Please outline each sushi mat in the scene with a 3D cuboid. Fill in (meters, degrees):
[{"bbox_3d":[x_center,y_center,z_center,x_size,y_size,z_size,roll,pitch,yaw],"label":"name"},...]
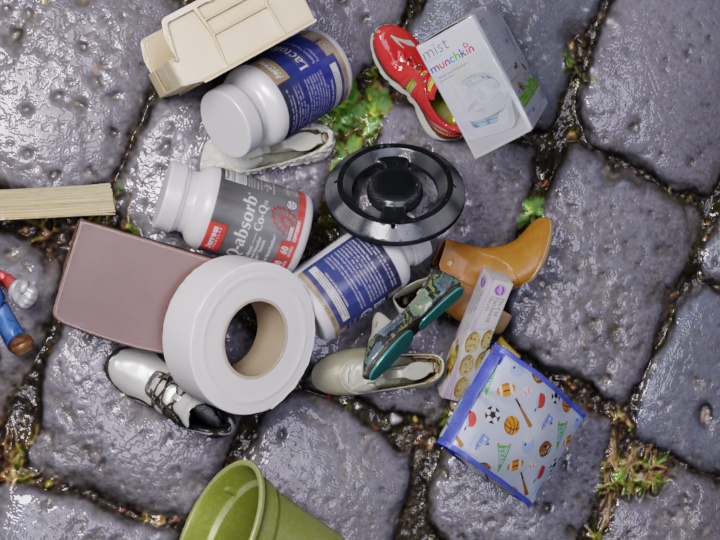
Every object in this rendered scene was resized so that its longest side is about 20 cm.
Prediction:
[{"bbox_3d":[-0.420,-0.089,1.422,0.198,0.096,0.012,-5,116,-17],"label":"sushi mat"}]

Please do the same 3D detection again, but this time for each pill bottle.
[{"bbox_3d":[-0.174,-0.075,1.484,0.199,0.116,0.117,16,86,-16],"label":"pill bottle"},{"bbox_3d":[0.000,0.000,1.540,0.199,0.111,0.111,-35,100,-13],"label":"pill bottle"},{"bbox_3d":[-0.113,-0.237,1.470,0.200,0.115,0.116,-38,102,-36],"label":"pill bottle"}]

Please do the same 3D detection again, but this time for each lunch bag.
[{"bbox_3d":[0.205,0.217,1.577,0.200,0.123,0.171,39,78,-43],"label":"lunch bag"}]

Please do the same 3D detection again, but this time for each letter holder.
[{"bbox_3d":[-0.298,0.027,1.456,0.199,0.101,0.143,17,88,-16],"label":"letter holder"}]

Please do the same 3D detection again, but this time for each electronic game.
[{"bbox_3d":[0.048,-0.109,1.534,0.199,0.201,0.042,-17,140,-16],"label":"electronic game"}]

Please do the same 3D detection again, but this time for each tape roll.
[{"bbox_3d":[-0.156,0.084,1.427,0.202,0.071,0.204,-9,104,-41],"label":"tape roll"}]

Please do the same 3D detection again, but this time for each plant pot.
[{"bbox_3d":[-0.122,0.386,1.479,0.184,0.200,0.201,31,81,-27],"label":"plant pot"}]

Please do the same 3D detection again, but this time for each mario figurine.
[{"bbox_3d":[-0.494,0.027,1.388,0.123,0.105,0.201,-38,112,-48],"label":"mario figurine"}]

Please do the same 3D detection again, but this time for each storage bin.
[{"bbox_3d":[-0.182,-0.313,1.435,0.198,0.200,0.094,-31,103,-14],"label":"storage bin"}]

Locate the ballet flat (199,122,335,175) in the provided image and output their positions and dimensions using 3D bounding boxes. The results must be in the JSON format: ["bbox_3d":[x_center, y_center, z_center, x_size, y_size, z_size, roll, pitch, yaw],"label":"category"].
[{"bbox_3d":[-0.127,-0.174,1.523,0.199,0.072,0.072,-13,94,-16],"label":"ballet flat"}]

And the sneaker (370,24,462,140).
[{"bbox_3d":[0.095,-0.278,1.580,0.077,0.085,0.200,-43,102,-13],"label":"sneaker"}]

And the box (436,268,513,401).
[{"bbox_3d":[0.164,0.097,1.591,0.041,0.039,0.201,15,109,-18],"label":"box"}]

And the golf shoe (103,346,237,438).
[{"bbox_3d":[-0.251,0.163,1.474,0.199,0.094,0.078,28,84,-14],"label":"golf shoe"}]

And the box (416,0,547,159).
[{"bbox_3d":[0.178,-0.276,1.539,0.096,0.200,0.177,-27,101,23],"label":"box"}]

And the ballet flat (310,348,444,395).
[{"bbox_3d":[0.030,0.146,1.574,0.198,0.069,0.070,-4,92,-17],"label":"ballet flat"}]

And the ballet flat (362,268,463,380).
[{"bbox_3d":[0.058,0.071,1.543,0.200,0.074,0.074,-41,102,-21],"label":"ballet flat"}]

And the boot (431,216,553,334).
[{"bbox_3d":[0.188,-0.018,1.619,0.143,0.071,0.202,29,86,-16],"label":"boot"}]
